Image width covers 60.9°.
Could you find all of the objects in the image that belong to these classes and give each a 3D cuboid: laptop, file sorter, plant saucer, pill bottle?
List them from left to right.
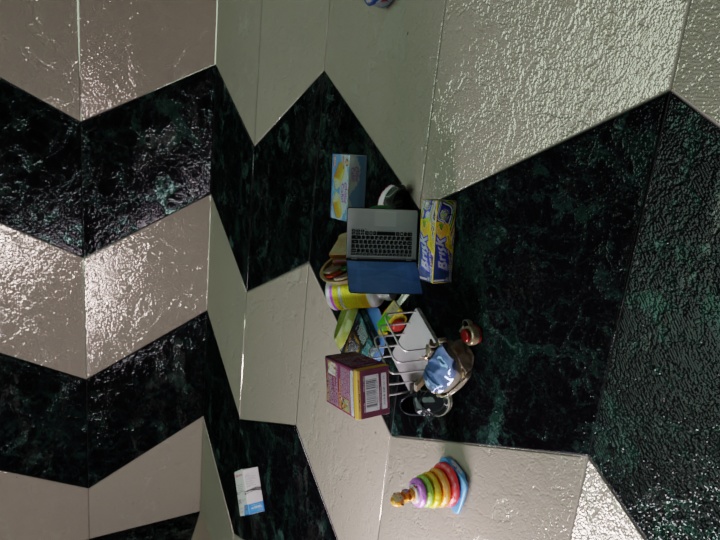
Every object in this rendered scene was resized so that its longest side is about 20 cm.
[{"bbox_3d":[-0.043,0.143,1.901,0.200,0.030,0.204,-158,89,-83],"label":"plant saucer"},{"bbox_3d":[0.003,0.056,1.769,0.196,0.104,0.107,-6,87,26],"label":"pill bottle"},{"bbox_3d":[0.060,-0.051,1.514,0.116,0.182,0.205,-141,53,-81],"label":"laptop"},{"bbox_3d":[0.105,0.225,1.652,0.140,0.122,0.202,61,142,38],"label":"file sorter"}]

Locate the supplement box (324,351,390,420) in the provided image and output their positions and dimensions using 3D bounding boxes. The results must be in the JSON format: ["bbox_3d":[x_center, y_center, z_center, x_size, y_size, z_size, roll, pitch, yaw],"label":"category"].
[{"bbox_3d":[-0.011,0.304,1.641,0.199,0.101,0.134,10,104,62],"label":"supplement box"}]

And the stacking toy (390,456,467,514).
[{"bbox_3d":[0.157,0.543,1.509,0.116,0.196,0.112,41,127,52],"label":"stacking toy"}]

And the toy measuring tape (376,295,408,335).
[{"bbox_3d":[0.117,0.107,1.704,0.201,0.073,0.074,-52,45,19],"label":"toy measuring tape"}]

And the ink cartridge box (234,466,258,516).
[{"bbox_3d":[-0.526,1.043,2.894,0.146,0.083,0.205,-38,60,55],"label":"ink cartridge box"}]

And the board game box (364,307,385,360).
[{"bbox_3d":[0.039,0.178,1.847,0.199,0.038,0.162,18,110,60],"label":"board game box"}]

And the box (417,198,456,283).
[{"bbox_3d":[0.190,-0.075,1.532,0.070,0.063,0.205,18,108,59],"label":"box"}]

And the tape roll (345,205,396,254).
[{"bbox_3d":[0.057,-0.069,1.634,0.048,0.196,0.205,27,116,57],"label":"tape roll"}]

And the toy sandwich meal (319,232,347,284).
[{"bbox_3d":[-0.035,-0.038,1.771,0.204,0.203,0.071,29,145,56],"label":"toy sandwich meal"}]

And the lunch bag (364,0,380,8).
[{"bbox_3d":[0.060,-0.846,1.687,0.159,0.074,0.205,-26,71,56],"label":"lunch bag"}]

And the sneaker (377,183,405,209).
[{"bbox_3d":[0.094,-0.148,1.704,0.087,0.079,0.202,49,143,31],"label":"sneaker"}]

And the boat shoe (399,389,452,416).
[{"bbox_3d":[0.171,0.348,1.607,0.199,0.061,0.076,-26,69,57],"label":"boat shoe"}]

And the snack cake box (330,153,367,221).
[{"bbox_3d":[-0.038,-0.261,1.921,0.114,0.066,0.205,21,111,59],"label":"snack cake box"}]

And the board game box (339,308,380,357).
[{"bbox_3d":[-0.006,0.229,1.865,0.137,0.028,0.202,65,146,33],"label":"board game box"}]

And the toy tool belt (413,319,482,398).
[{"bbox_3d":[0.205,0.216,1.471,0.126,0.120,0.203,57,139,41],"label":"toy tool belt"}]
